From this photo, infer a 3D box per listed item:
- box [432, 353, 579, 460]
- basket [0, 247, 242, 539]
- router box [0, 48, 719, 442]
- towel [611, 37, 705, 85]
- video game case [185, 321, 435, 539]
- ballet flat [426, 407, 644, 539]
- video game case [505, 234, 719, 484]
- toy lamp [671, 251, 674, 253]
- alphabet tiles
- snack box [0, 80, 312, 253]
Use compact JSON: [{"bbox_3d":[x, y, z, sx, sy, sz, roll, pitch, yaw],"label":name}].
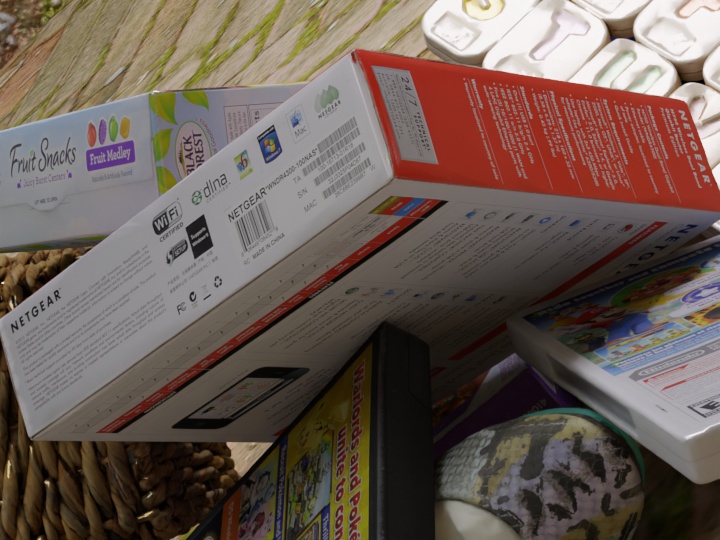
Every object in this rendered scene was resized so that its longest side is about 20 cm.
[{"bbox_3d":[0.024,0.056,1.156,0.137,0.039,0.200,-40,16,14],"label":"box"},{"bbox_3d":[-0.151,0.067,1.215,0.148,0.144,0.200,-19,-3,8],"label":"basket"},{"bbox_3d":[0.000,0.000,0.983,0.179,0.049,0.200,4,-30,-47],"label":"router box"},{"bbox_3d":[0.071,-0.058,1.201,0.199,0.050,0.148,-19,9,35],"label":"towel"},{"bbox_3d":[-0.034,0.143,0.938,0.181,0.025,0.201,-49,25,33],"label":"video game case"},{"bbox_3d":[0.025,0.110,0.956,0.200,0.072,0.072,-35,16,51],"label":"ballet flat"},{"bbox_3d":[0.140,0.015,0.900,0.142,0.018,0.200,-21,13,-8],"label":"video game case"},{"bbox_3d":[0.143,-0.045,1.090,0.200,0.058,0.058,-47,15,-14],"label":"toy lamp"},{"bbox_3d":[0.117,-0.083,1.083,0.195,0.015,0.200,-42,51,-13],"label":"alphabet tiles"},{"bbox_3d":[-0.059,-0.041,1.077,0.141,0.053,0.200,-5,-1,-29],"label":"snack box"}]
